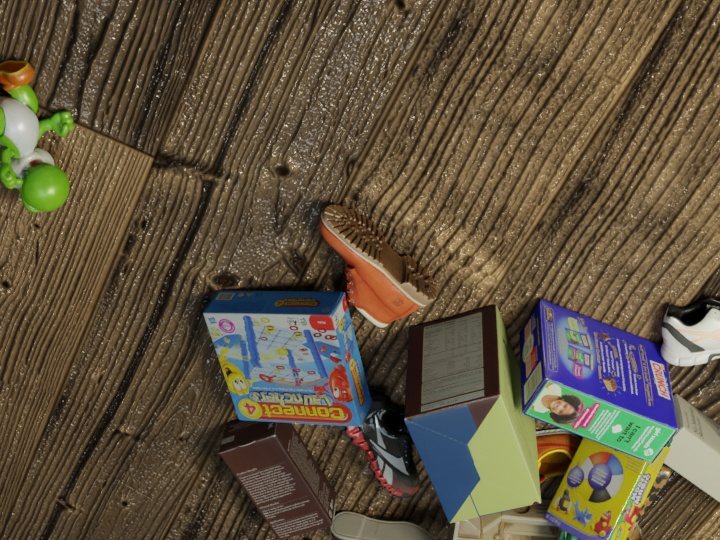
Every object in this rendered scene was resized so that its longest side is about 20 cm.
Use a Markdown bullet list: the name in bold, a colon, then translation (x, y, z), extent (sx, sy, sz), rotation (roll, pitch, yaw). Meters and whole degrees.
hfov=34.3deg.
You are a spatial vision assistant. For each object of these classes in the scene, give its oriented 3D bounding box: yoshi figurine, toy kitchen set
- **yoshi figurine**: translation (-0.422, -0.157, 1.489), extent (0.111, 0.112, 0.201), rotation (-9, 125, 3)
- **toy kitchen set**: translation (0.221, 0.406, 1.745), extent (0.178, 0.201, 0.164), rotation (4, 124, 2)

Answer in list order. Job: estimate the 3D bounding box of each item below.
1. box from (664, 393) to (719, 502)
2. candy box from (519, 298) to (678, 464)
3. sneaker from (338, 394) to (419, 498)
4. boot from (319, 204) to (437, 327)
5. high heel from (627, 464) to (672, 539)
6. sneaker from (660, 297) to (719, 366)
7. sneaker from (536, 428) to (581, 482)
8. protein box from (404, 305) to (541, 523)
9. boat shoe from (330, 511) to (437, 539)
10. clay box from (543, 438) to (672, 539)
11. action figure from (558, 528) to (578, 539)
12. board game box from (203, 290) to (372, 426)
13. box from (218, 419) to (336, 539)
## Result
- **box**: translation (0.511, 0.272, 1.704), extent (0.199, 0.082, 0.068), rotation (34, 120, -18)
- **candy box**: translation (0.319, 0.148, 1.585), extent (0.198, 0.170, 0.077), rotation (20, 127, -9)
- **sneaker**: translation (0.049, 0.260, 1.741), extent (0.097, 0.071, 0.201), rotation (-21, 118, 21)
- **boot**: translation (0.000, 0.000, 1.576), extent (0.107, 0.075, 0.200), rotation (-34, 116, 29)
- **high heel**: translation (0.443, 0.382, 1.784), extent (0.142, 0.072, 0.201), rotation (-23, 110, 26)
- **sneaker**: translation (0.505, 0.076, 1.580), extent (0.198, 0.074, 0.081), rotation (-10, 117, 9)
- **sneaker**: translation (0.233, 0.284, 1.739), extent (0.198, 0.077, 0.073), rotation (-13, 123, 15)
- **protein box**: translation (0.155, 0.196, 1.612), extent (0.134, 0.201, 0.200), rotation (-15, 121, 14)
- **boat shoe**: translation (0.046, 0.430, 1.839), extent (0.198, 0.067, 0.057), rotation (12, 145, 25)
- **clay box**: translation (0.354, 0.290, 1.656), extent (0.047, 0.114, 0.201), rotation (31, 84, -41)
- **action figure**: translation (0.325, 0.383, 1.755), extent (0.054, 0.118, 0.202), rotation (13, 110, 19)
- **board game box**: translation (-0.101, 0.124, 1.647), extent (0.198, 0.056, 0.197), rotation (0, 124, 22)
- **box**: translation (-0.124, 0.313, 1.792), extent (0.099, 0.075, 0.201), rotation (-19, 122, 17)
